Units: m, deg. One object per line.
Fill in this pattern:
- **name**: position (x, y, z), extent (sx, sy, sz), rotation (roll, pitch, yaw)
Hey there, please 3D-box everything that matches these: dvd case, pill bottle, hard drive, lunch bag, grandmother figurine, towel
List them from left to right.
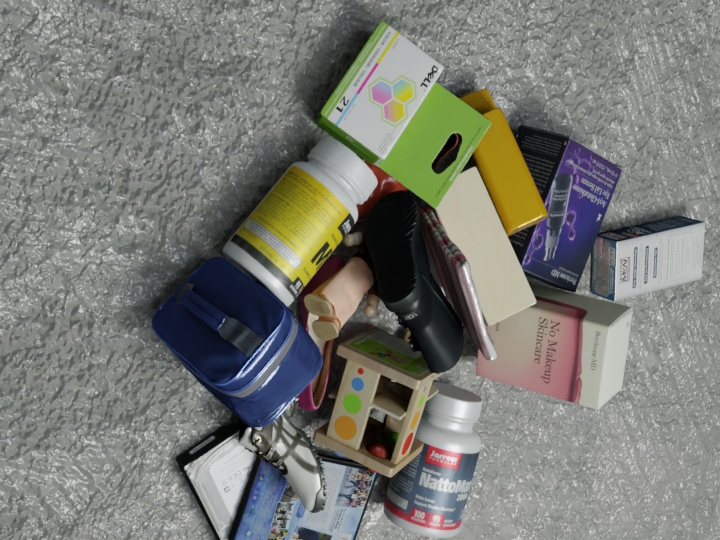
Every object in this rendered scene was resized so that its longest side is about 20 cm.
- **lunch bag**: position (-0.159, 0.077, 1.350), extent (0.136, 0.199, 0.133), rotation (-47, 140, -14)
- **hard drive**: position (-0.152, 0.302, 1.507), extent (0.139, 0.038, 0.203), rotation (-31, 118, -21)
- **pill bottle**: position (-0.074, -0.065, 1.407), extent (0.201, 0.114, 0.114), rotation (-51, 123, -9)
- **dvd case**: position (-0.075, 0.323, 1.526), extent (0.198, 0.017, 0.145), rotation (18, 93, -33)
- **grandmother figurine**: position (0.000, 0.000, 1.476), extent (0.200, 0.060, 0.123), rotation (-45, 139, -40)
- **pill bottle**: position (0.112, 0.275, 1.615), extent (0.118, 0.119, 0.204), rotation (9, 98, -33)
- **towel**: position (0.130, 0.011, 1.449), extent (0.029, 0.201, 0.148), rotation (-23, 118, -2)

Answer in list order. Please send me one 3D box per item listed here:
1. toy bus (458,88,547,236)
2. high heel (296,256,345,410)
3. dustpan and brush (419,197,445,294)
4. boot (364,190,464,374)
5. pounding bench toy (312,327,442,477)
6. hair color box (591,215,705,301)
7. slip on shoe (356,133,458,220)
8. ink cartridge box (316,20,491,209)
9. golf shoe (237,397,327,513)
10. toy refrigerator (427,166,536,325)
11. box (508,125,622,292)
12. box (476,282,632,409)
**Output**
- **toy bus**: position (0.187, -0.151, 1.514), extent (0.064, 0.078, 0.203), rotation (-23, 83, 2)
- **high heel**: position (-0.050, 0.084, 1.474), extent (0.067, 0.096, 0.203), rotation (25, 90, -34)
- **dustpan and brush**: position (0.104, -0.041, 1.569), extent (0.137, 0.057, 0.203), rotation (-13, 116, -18)
- **boot**: position (0.074, 0.018, 1.453), extent (0.075, 0.202, 0.169), rotation (-19, 136, 15)
- **pounding bench toy**: position (0.042, 0.179, 1.532), extent (0.199, 0.123, 0.159), rotation (-19, 128, -65)
- **hair color box**: position (0.468, -0.022, 1.790), extent (0.197, 0.060, 0.102), rotation (-12, 109, -29)
- **slip on shoe**: position (0.054, -0.141, 1.499), extent (0.199, 0.061, 0.075), rotation (-40, 122, -15)
- **ink cartridge box**: position (0.063, -0.200, 1.431), extent (0.199, 0.076, 0.149), rotation (35, 84, -5)
- **golf shoe**: position (-0.112, 0.230, 1.436), extent (0.093, 0.078, 0.203), rotation (-20, 80, -27)
- **toy refrigerator**: position (0.163, -0.033, 1.511), extent (0.075, 0.070, 0.203), rotation (-25, 91, 0)
- **box**: position (0.274, -0.089, 1.614), extent (0.147, 0.104, 0.203), rotation (17, 94, -43)
- **box**: position (0.281, 0.105, 1.609), extent (0.108, 0.197, 0.130), rotation (-21, 120, -55)
